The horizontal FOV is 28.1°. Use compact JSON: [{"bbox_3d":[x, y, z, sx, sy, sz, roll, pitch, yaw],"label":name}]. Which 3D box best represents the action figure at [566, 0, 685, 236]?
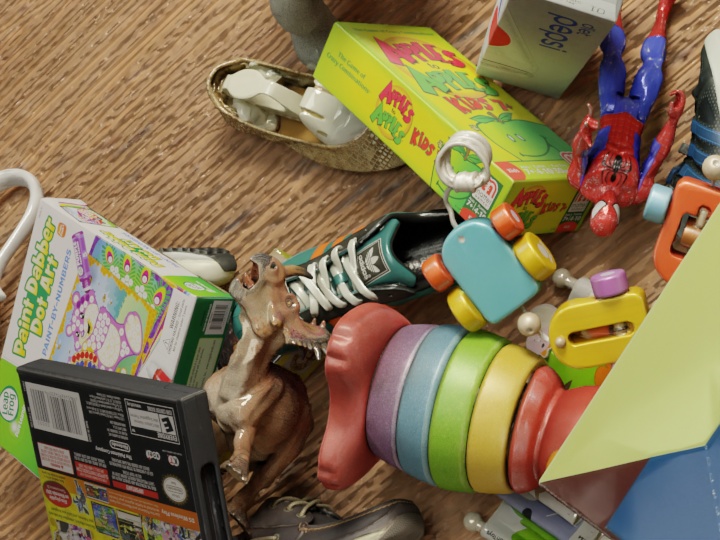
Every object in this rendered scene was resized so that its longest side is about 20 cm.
[{"bbox_3d":[0.178,-0.122,0.936,0.065,0.099,0.201,13,70,2],"label":"action figure"}]

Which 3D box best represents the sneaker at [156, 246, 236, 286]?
[{"bbox_3d":[-0.179,0.037,1.150,0.198,0.070,0.094,-11,87,26],"label":"sneaker"}]

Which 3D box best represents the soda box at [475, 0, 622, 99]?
[{"bbox_3d":[0.125,-0.173,0.945,0.068,0.200,0.064,18,83,0],"label":"soda box"}]

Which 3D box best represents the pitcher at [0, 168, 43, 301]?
[{"bbox_3d":[-0.352,0.006,1.234,0.170,0.121,0.201,-17,54,9],"label":"pitcher"}]

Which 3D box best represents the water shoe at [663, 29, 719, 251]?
[{"bbox_3d":[0.223,-0.060,0.927,0.078,0.071,0.202,-14,67,30],"label":"water shoe"}]

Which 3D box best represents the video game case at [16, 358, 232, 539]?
[{"bbox_3d":[-0.156,0.158,0.972,0.199,0.025,0.182,4,108,46],"label":"video game case"}]

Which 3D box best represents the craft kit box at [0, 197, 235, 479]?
[{"bbox_3d":[-0.193,0.073,1.072,0.197,0.048,0.201,29,108,41],"label":"craft kit box"}]

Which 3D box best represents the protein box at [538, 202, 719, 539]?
[{"bbox_3d":[0.237,0.088,0.792,0.135,0.200,0.199,35,93,34],"label":"protein box"}]

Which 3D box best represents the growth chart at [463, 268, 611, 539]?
[{"bbox_3d":[0.144,0.106,0.953,0.144,0.018,0.201,19,84,35],"label":"growth chart"}]

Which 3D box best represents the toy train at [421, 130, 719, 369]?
[{"bbox_3d":[0.140,-0.016,0.894,0.199,0.056,0.151,15,105,13],"label":"toy train"}]

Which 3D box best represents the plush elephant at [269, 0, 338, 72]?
[{"bbox_3d":[-0.001,-0.252,1.051,0.154,0.200,0.166,18,77,38],"label":"plush elephant"}]

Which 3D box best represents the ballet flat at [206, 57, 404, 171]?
[{"bbox_3d":[-0.043,-0.123,1.111,0.199,0.065,0.071,13,81,33],"label":"ballet flat"}]

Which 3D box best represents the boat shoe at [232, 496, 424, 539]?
[{"bbox_3d":[-0.050,0.192,1.007,0.199,0.074,0.074,-25,63,21],"label":"boat shoe"}]

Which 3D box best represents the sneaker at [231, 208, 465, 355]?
[{"bbox_3d":[0.000,0.000,0.996,0.199,0.080,0.072,-22,77,0],"label":"sneaker"}]

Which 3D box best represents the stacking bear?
[{"bbox_3d":[0.087,0.096,0.917,0.199,0.114,0.122,14,112,23],"label":"stacking bear"}]

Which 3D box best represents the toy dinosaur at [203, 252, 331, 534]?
[{"bbox_3d":[-0.062,0.092,0.984,0.086,0.200,0.136,35,66,19],"label":"toy dinosaur"}]

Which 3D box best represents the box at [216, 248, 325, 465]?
[{"bbox_3d":[-0.099,0.083,1.086,0.200,0.050,0.075,-49,57,9],"label":"box"}]

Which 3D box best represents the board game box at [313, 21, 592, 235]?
[{"bbox_3d":[0.067,-0.102,1.011,0.200,0.101,0.048,46,125,33],"label":"board game box"}]
